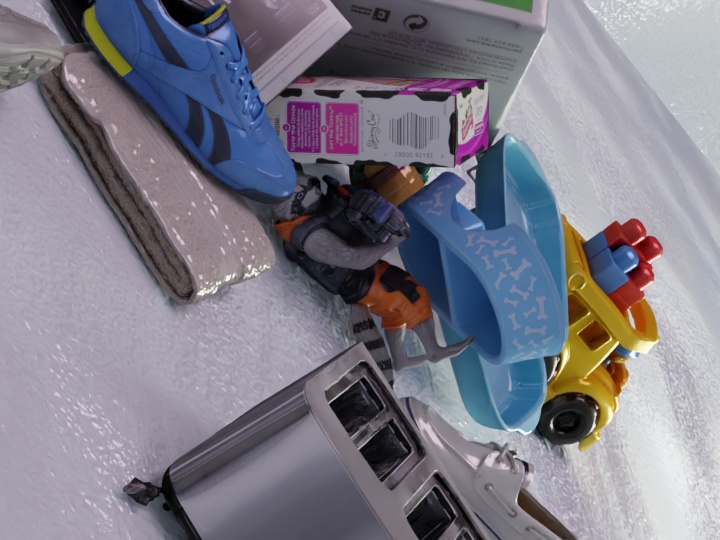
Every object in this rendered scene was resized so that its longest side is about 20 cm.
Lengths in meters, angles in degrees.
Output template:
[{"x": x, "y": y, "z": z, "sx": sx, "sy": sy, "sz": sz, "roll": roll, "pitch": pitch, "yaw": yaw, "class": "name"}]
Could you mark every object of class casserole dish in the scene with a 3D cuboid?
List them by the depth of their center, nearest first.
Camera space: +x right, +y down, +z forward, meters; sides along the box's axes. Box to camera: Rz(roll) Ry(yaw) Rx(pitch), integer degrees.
[{"x": 0.133, "y": -0.023, "z": 1.685, "sx": 0.121, "sy": 0.039, "sz": 0.200, "roll": 50, "pitch": 31, "yaw": -42, "class": "casserole dish"}, {"x": 0.107, "y": 0.046, "z": 1.723, "sx": 0.121, "sy": 0.039, "sz": 0.201, "roll": -33, "pitch": 111, "yaw": -59, "class": "casserole dish"}]

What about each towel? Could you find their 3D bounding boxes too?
[{"x": -0.138, "y": -0.074, "z": 1.384, "sx": 0.200, "sy": 0.034, "sz": 0.132, "roll": 57, "pitch": 26, "yaw": 4, "class": "towel"}]

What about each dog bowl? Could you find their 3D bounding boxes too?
[{"x": 0.087, "y": 0.002, "z": 1.558, "sx": 0.200, "sy": 0.049, "sz": 0.112, "roll": 46, "pitch": -27, "yaw": 51, "class": "dog bowl"}]

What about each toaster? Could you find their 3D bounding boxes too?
[{"x": -0.016, "y": 0.153, "z": 1.192, "sx": 0.181, "sy": 0.119, "sz": 0.200, "roll": 56, "pitch": 18, "yaw": 2, "class": "toaster"}]

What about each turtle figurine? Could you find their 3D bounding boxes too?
[{"x": 0.028, "y": -0.089, "z": 1.784, "sx": 0.200, "sy": 0.101, "sz": 0.150, "roll": 51, "pitch": 59, "yaw": -13, "class": "turtle figurine"}]

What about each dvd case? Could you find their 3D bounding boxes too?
[{"x": -0.121, "y": -0.211, "z": 1.488, "sx": 0.200, "sy": 0.150, "sz": 0.025, "roll": 50, "pitch": -25, "yaw": -8, "class": "dvd case"}]

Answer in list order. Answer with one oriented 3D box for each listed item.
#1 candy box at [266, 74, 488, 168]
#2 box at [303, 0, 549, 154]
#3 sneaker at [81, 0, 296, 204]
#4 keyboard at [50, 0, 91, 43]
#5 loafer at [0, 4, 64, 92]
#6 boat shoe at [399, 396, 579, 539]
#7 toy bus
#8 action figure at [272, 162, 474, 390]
[{"x": -0.008, "y": -0.120, "z": 1.571, "sx": 0.136, "sy": 0.199, "sz": 0.061, "roll": -36, "pitch": 127, "yaw": -73, "class": "candy box"}, {"x": 0.044, "y": -0.233, "z": 1.668, "sx": 0.198, "sy": 0.200, "sz": 0.172, "roll": 12, "pitch": 60, "yaw": -7, "class": "box"}, {"x": -0.101, "y": -0.130, "z": 1.391, "sx": 0.200, "sy": 0.078, "sz": 0.066, "roll": 47, "pitch": 23, "yaw": -20, "class": "sneaker"}, {"x": -0.155, "y": -0.125, "z": 1.482, "sx": 0.200, "sy": 0.021, "sz": 0.127, "roll": 60, "pitch": 24, "yaw": 7, "class": "keyboard"}, {"x": -0.244, "y": -0.146, "z": 1.195, "sx": 0.070, "sy": 0.070, "sz": 0.200, "roll": 68, "pitch": 19, "yaw": 8, "class": "loafer"}, {"x": 0.102, "y": 0.164, "z": 1.565, "sx": 0.200, "sy": 0.070, "sz": 0.071, "roll": 50, "pitch": 18, "yaw": -19, "class": "boat shoe"}, {"x": 0.210, "y": 0.043, "z": 1.872, "sx": 0.200, "sy": 0.192, "sz": 0.136, "roll": 47, "pitch": 18, "yaw": -32, "class": "toy bus"}, {"x": 0.000, "y": 0.000, "z": 1.544, "sx": 0.194, "sy": 0.105, "sz": 0.200, "roll": 50, "pitch": -3, "yaw": -4, "class": "action figure"}]
